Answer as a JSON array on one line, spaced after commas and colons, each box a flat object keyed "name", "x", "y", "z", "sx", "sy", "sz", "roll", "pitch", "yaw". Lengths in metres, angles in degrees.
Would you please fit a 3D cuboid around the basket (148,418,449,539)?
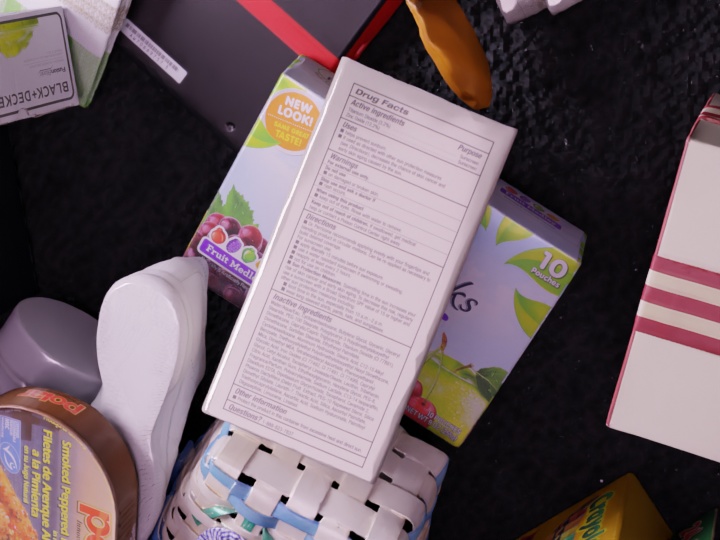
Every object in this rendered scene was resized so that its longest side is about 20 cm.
[{"name": "basket", "x": -0.045, "y": 0.159, "z": 1.073, "sx": 0.175, "sy": 0.140, "sz": 0.201, "roll": 27, "pitch": 143, "yaw": 5}]

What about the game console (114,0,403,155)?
[{"name": "game console", "x": -0.080, "y": -0.187, "z": 1.051, "sx": 0.200, "sy": 0.031, "sz": 0.177, "roll": 41, "pitch": 115, "yaw": 2}]

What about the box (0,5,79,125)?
[{"name": "box", "x": -0.280, "y": -0.111, "z": 1.049, "sx": 0.198, "sy": 0.116, "sz": 0.061, "roll": -2, "pitch": 102, "yaw": 28}]

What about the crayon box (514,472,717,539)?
[{"name": "crayon box", "x": 0.110, "y": 0.189, "z": 1.039, "sx": 0.199, "sy": 0.127, "sz": 0.051, "roll": -33, "pitch": 94, "yaw": 17}]

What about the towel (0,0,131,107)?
[{"name": "towel", "x": -0.183, "y": -0.213, "z": 1.041, "sx": 0.149, "sy": 0.031, "sz": 0.201, "roll": 35, "pitch": 126, "yaw": 10}]

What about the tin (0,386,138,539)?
[{"name": "tin", "x": -0.182, "y": 0.161, "z": 1.030, "sx": 0.111, "sy": 0.042, "sz": 0.202, "roll": 16, "pitch": 117, "yaw": 20}]

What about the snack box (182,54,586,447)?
[{"name": "snack box", "x": 0.012, "y": -0.011, "z": 1.043, "sx": 0.199, "sy": 0.053, "sz": 0.143, "roll": 32, "pitch": 113, "yaw": 1}]

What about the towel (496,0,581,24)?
[{"name": "towel", "x": 0.118, "y": -0.258, "z": 0.979, "sx": 0.199, "sy": 0.035, "sz": 0.194, "roll": -28, "pitch": 96, "yaw": 19}]

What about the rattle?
[{"name": "rattle", "x": 0.084, "y": -0.204, "z": 0.946, "sx": 0.143, "sy": 0.130, "sz": 0.200, "roll": 43, "pitch": 93, "yaw": -5}]

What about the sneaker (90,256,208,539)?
[{"name": "sneaker", "x": -0.126, "y": 0.084, "z": 1.048, "sx": 0.075, "sy": 0.088, "sz": 0.202, "roll": 26, "pitch": 114, "yaw": 10}]

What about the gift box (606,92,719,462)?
[{"name": "gift box", "x": 0.248, "y": 0.005, "z": 0.933, "sx": 0.185, "sy": 0.185, "sz": 0.202, "roll": 18, "pitch": 113, "yaw": 11}]

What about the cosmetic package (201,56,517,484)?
[{"name": "cosmetic package", "x": 0.000, "y": 0.000, "z": 0.958, "sx": 0.103, "sy": 0.073, "sz": 0.202, "roll": 23, "pitch": 91, "yaw": 2}]

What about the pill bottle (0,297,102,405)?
[{"name": "pill bottle", "x": -0.224, "y": 0.120, "z": 1.111, "sx": 0.111, "sy": 0.111, "sz": 0.201, "roll": 35, "pitch": 108, "yaw": 3}]

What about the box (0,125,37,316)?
[{"name": "box", "x": -0.326, "y": -0.010, "z": 1.058, "sx": 0.194, "sy": 0.200, "sz": 0.125, "roll": -5, "pitch": 102, "yaw": 15}]
